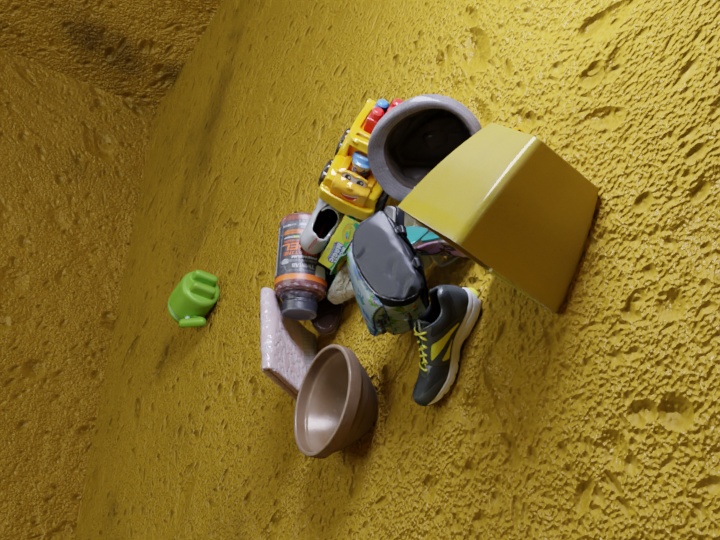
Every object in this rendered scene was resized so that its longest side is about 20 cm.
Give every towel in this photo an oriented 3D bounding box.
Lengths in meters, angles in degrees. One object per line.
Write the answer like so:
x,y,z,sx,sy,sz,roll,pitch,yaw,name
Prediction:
-0.137,0.158,1.749,0.032,0.191,0.201,-25,44,17,towel

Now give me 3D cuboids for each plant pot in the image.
-0.033,0.239,1.583,0.201,0.092,0.202,-41,39,45,plant pot
0.208,-0.088,1.240,0.177,0.200,0.200,-55,27,3,plant pot

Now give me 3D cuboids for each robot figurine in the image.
-0.476,0.080,2.532,0.200,0.115,0.176,-46,34,41,robot figurine

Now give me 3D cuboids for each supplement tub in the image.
-0.115,-0.006,1.766,0.107,0.106,0.201,-30,52,53,supplement tub

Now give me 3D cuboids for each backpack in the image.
0.049,0.026,1.459,0.153,0.200,0.164,-31,65,9,backpack

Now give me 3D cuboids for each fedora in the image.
0.116,-0.217,1.541,0.199,0.177,0.090,-31,12,20,fedora

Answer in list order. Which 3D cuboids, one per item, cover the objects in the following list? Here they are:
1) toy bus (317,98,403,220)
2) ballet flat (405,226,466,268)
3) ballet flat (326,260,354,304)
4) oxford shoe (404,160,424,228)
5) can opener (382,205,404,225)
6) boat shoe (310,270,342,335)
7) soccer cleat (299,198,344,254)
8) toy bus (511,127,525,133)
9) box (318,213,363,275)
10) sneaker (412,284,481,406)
0.021,-0.222,1.643,0.200,0.135,0.192,-61,-3,-37,toy bus
0.116,-0.038,1.499,0.069,0.071,0.199,-39,21,-31,ballet flat
0.000,0.000,1.718,0.201,0.071,0.072,-60,28,26,ballet flat
0.090,-0.132,1.612,0.071,0.074,0.201,-29,49,52,oxford shoe
0.058,-0.020,1.638,0.053,0.067,0.201,-4,82,62,can opener
-0.072,0.042,1.840,0.075,0.074,0.204,72,-168,-66,boat shoe
-0.055,-0.119,1.722,0.201,0.068,0.085,-62,12,-27,soccer cleat
0.190,-0.144,1.407,0.200,0.078,0.065,-40,12,47,toy bus
-0.021,-0.076,1.734,0.118,0.048,0.200,-57,4,26,box
0.113,0.111,1.390,0.074,0.084,0.201,25,95,65,sneaker
